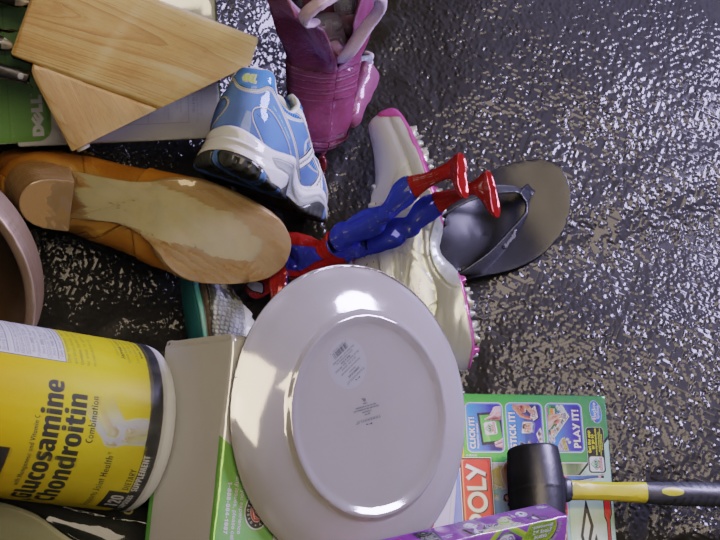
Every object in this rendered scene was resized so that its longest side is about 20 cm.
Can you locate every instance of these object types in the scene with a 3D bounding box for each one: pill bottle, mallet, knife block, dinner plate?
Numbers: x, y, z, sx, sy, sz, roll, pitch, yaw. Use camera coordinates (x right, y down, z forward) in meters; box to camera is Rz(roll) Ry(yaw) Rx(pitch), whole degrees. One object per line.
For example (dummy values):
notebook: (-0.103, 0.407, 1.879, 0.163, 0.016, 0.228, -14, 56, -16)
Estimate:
pill bottle: (-0.227, 0.089, 1.219, 0.199, 0.112, 0.113, 11, 70, -28)
mallet: (0.199, 0.170, 1.380, 0.199, 0.041, 0.066, 11, 69, -15)
knife block: (-0.192, -0.179, 1.295, 0.199, 0.064, 0.176, -26, 100, -6)
dinner plate: (0.001, 0.095, 1.248, 0.200, 0.024, 0.201, 7, 80, -39)

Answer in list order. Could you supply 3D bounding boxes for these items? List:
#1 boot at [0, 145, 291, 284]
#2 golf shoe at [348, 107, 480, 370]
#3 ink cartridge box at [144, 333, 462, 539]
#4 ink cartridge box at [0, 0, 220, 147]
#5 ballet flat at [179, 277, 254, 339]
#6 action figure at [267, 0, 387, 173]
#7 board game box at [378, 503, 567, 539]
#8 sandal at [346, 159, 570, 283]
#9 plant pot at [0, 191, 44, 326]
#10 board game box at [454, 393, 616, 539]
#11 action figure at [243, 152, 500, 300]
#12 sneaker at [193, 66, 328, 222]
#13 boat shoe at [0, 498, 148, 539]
boot: (-0.155, -0.050, 1.342, 0.200, 0.144, 0.071, 12, 102, -17)
golf shoe: (0.024, -0.019, 1.379, 0.091, 0.075, 0.201, -14, 77, 0)
ink cartridge box: (-0.035, 0.132, 1.283, 0.199, 0.084, 0.146, 14, 76, -38)
ink cartridge box: (-0.201, -0.143, 1.361, 0.199, 0.059, 0.104, -4, 98, -10)
ballet flat: (-0.088, 0.084, 1.351, 0.072, 0.072, 0.201, -2, 78, -14)
action figure: (-0.020, -0.149, 1.384, 0.133, 0.201, 0.149, -14, 37, -24)
board game box: (0.049, 0.230, 1.268, 0.199, 0.032, 0.121, -6, 112, -33)
sandal: (0.080, -0.024, 1.437, 0.200, 0.043, 0.076, -28, 81, -20)
plant pot: (-0.304, -0.016, 1.290, 0.200, 0.201, 0.093, 22, 34, -6)
board game box: (0.118, 0.190, 1.387, 0.134, 0.029, 0.201, 2, 72, -14)
action figure: (0.000, 0.000, 1.319, 0.065, 0.199, 0.099, 29, 49, -49)
sneaker: (-0.058, -0.083, 1.341, 0.075, 0.200, 0.077, 12, 83, 10)
boat shoe: (-0.193, 0.186, 1.297, 0.201, 0.074, 0.063, 15, 35, 1)
